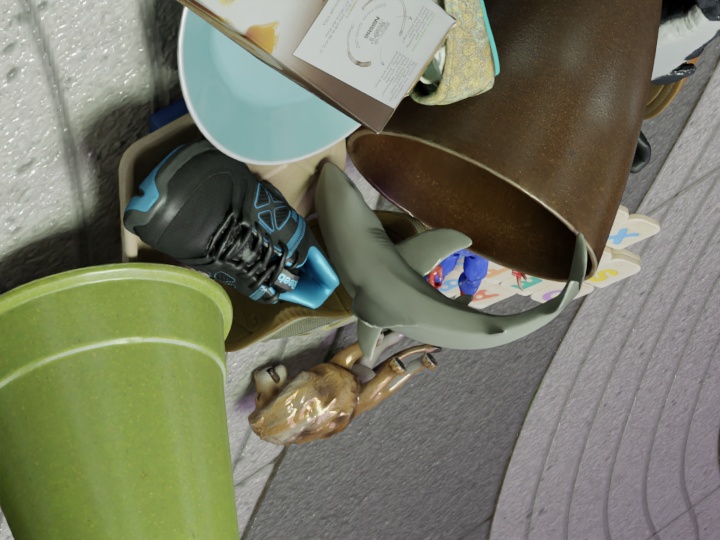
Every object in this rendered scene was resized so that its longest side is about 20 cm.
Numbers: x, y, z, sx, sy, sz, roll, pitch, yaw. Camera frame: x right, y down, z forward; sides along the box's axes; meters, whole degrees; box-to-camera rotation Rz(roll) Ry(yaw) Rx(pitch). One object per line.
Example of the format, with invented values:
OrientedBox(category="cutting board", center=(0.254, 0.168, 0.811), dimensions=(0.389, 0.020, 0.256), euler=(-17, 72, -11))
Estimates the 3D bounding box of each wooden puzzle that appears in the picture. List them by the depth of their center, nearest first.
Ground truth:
OrientedBox(category="wooden puzzle", center=(-0.085, -0.069, 1.380), dimensions=(0.200, 0.046, 0.185), euler=(-36, 157, -25))

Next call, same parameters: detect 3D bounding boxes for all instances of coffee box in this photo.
OrientedBox(category="coffee box", center=(-0.051, -0.160, 1.129), dimensions=(0.080, 0.114, 0.200), euler=(-56, 145, 2))

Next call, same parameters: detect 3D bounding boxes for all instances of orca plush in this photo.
OrientedBox(category="orca plush", center=(0.208, -0.190, 1.563), dimensions=(0.105, 0.071, 0.200), euler=(5, 165, -12))

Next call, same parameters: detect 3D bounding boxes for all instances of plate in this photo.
OrientedBox(category="plate", center=(-0.034, -0.158, 1.271), dimensions=(0.200, 0.026, 0.200), euler=(-26, 132, -32))

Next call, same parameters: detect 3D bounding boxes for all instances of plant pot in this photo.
OrientedBox(category="plant pot", center=(-0.156, 0.128, 1.347), dimensions=(0.200, 0.190, 0.200), euler=(-14, 153, -7))
OrientedBox(category="plant pot", center=(0.119, -0.125, 1.447), dimensions=(0.200, 0.187, 0.187), euler=(-62, 160, -14))

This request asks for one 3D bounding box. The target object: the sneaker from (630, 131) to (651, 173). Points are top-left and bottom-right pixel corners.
OrientedBox(category="sneaker", center=(0.152, -0.087, 1.636), dimensions=(0.200, 0.100, 0.070), euler=(-21, 147, -41))

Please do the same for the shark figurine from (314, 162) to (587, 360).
OrientedBox(category="shark figurine", center=(0.043, 0.021, 1.370), dimensions=(0.089, 0.214, 0.128), euler=(-15, 120, -56))

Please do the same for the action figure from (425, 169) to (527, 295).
OrientedBox(category="action figure", center=(0.078, 0.004, 1.587), dimensions=(0.065, 0.099, 0.200), euler=(8, 140, -6))

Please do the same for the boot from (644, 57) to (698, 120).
OrientedBox(category="boot", center=(0.278, -0.211, 1.661), dimensions=(0.155, 0.074, 0.200), euler=(-30, 157, -34))

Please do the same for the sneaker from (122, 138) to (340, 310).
OrientedBox(category="sneaker", center=(-0.072, -0.025, 1.307), dimensions=(0.073, 0.082, 0.200), euler=(-50, 158, 11))

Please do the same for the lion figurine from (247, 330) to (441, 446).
OrientedBox(category="lion figurine", center=(-0.009, 0.095, 1.747), dimensions=(0.122, 0.072, 0.200), euler=(-41, 162, 16))

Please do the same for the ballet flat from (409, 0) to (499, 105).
OrientedBox(category="ballet flat", center=(0.039, -0.178, 1.266), dimensions=(0.071, 0.071, 0.200), euler=(-33, 137, -20))

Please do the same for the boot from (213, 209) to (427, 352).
OrientedBox(category="boot", center=(0.000, 0.000, 1.533), dimensions=(0.200, 0.072, 0.155), euler=(-23, 172, 36))

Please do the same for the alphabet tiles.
OrientedBox(category="alphabet tiles", center=(0.129, -0.014, 1.690), dimensions=(0.196, 0.015, 0.200), euler=(-24, 150, 38))
